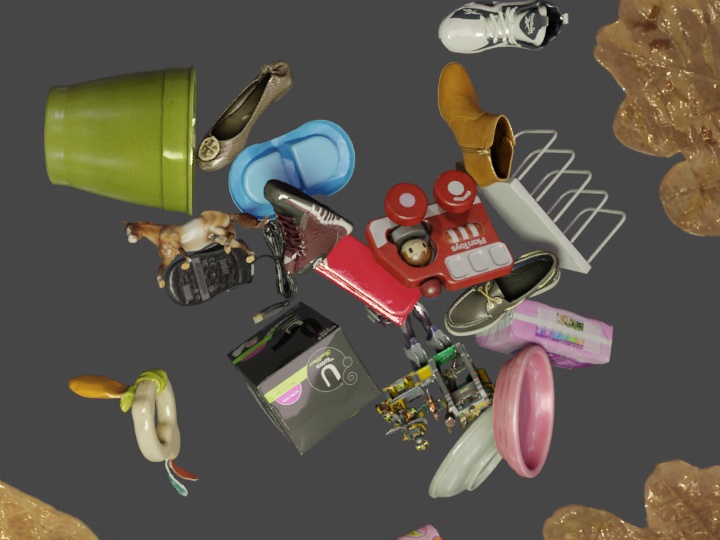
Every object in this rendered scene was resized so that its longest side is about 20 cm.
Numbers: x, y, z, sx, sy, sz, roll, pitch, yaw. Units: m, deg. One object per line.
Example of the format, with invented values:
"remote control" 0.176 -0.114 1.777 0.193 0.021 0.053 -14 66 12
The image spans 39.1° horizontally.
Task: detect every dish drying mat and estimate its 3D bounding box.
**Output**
"dish drying mat" 0.000 0.000 1.553 0.199 0.018 0.077 34 81 -2

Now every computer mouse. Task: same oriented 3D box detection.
"computer mouse" -0.191 0.019 1.510 0.198 0.046 0.142 -26 109 -22

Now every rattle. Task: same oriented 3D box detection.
"rattle" -0.328 0.244 1.480 0.141 0.131 0.202 -14 130 -7

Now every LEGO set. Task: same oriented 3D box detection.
"LEGO set" 0.132 0.218 1.576 0.198 0.116 0.154 -24 138 -1

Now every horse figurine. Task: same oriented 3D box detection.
"horse figurine" -0.228 -0.045 1.439 0.198 0.133 0.050 -18 129 -12

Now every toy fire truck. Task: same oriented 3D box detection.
"toy fire truck" 0.116 -0.044 1.533 0.198 0.113 0.169 -16 63 -17

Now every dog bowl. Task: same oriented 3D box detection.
"dog bowl" -0.107 -0.151 1.507 0.198 0.050 0.113 -25 106 -16

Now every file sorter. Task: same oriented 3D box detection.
"file sorter" 0.302 -0.116 1.619 0.200 0.139 0.125 45 80 -21

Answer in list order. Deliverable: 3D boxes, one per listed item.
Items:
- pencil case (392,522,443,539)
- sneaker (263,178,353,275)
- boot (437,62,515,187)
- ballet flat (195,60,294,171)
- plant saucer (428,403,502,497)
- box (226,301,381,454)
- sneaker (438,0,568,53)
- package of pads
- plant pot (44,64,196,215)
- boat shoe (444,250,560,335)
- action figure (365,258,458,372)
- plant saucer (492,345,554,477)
"pencil case" 0.051 0.492 1.654 0.198 0.087 0.088 -27 107 -14
"sneaker" -0.091 -0.049 1.454 0.116 0.075 0.199 -57 146 4
"boot" 0.182 -0.229 1.542 0.070 0.144 0.204 -9 91 -20
"ballet flat" -0.170 -0.227 1.459 0.200 0.067 0.046 -49 152 -10
"plant saucer" 0.190 0.295 1.620 0.050 0.200 0.200 39 82 21
"box" -0.087 0.150 1.482 0.148 0.200 0.125 -35 109 -11
"sneaker" 0.228 -0.376 1.553 0.197 0.129 0.081 -3 99 -20
"package of pads" 0.299 0.105 1.661 0.198 0.120 0.077 16 74 -22
"plant pot" -0.319 -0.179 1.362 0.190 0.200 0.203 2 98 -8
"boat shoe" 0.215 0.030 1.560 0.200 0.061 0.072 -31 68 0
"action figure" 0.078 0.063 1.602 0.129 0.069 0.201 -32 105 -8
"plant saucer" 0.251 0.217 1.575 0.200 0.050 0.203 -3 94 -64
